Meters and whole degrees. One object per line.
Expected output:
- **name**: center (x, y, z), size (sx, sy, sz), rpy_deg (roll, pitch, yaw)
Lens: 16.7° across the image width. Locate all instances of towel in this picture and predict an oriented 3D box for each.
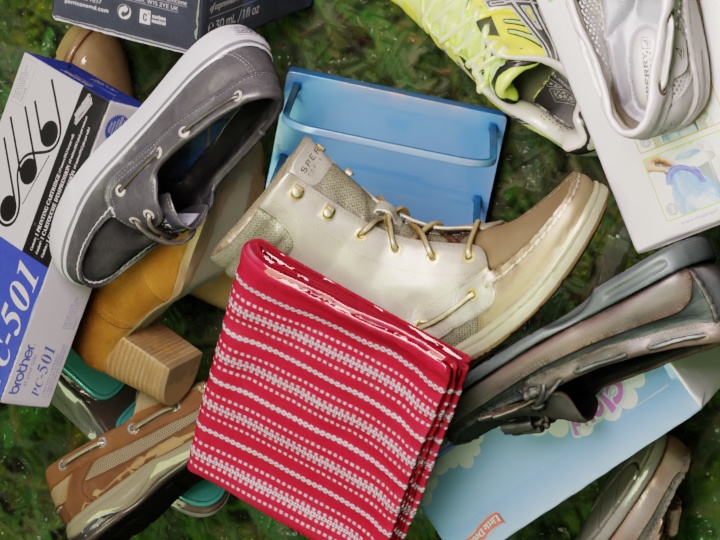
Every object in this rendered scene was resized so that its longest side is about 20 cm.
- **towel**: center (-0.024, 0.083, 1.395), size (0.144, 0.023, 0.201), rpy_deg (29, 136, 11)

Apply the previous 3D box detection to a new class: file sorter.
- **file sorter**: center (0.000, 0.000, 1.479), size (0.138, 0.123, 0.202), rpy_deg (12, 107, 1)

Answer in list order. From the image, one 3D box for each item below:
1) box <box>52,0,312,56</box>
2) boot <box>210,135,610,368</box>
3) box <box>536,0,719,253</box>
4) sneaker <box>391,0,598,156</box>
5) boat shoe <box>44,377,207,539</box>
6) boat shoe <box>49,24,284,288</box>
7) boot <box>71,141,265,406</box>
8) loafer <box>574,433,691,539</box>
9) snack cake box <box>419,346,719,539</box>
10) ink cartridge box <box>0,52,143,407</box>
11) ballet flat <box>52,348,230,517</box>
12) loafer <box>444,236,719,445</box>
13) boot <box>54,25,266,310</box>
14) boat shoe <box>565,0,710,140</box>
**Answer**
- **box**: center (-0.098, -0.249, 1.471), size (0.106, 0.148, 0.202), rpy_deg (15, 113, 23)
- **boot**: center (0.026, -0.021, 1.363), size (0.155, 0.072, 0.200), rpy_deg (44, 118, -7)
- **box**: center (0.176, -0.129, 1.356), size (0.101, 0.112, 0.201), rpy_deg (-21, 94, 29)
- **sneaker**: center (0.084, -0.141, 1.450), size (0.199, 0.076, 0.076), rpy_deg (36, 121, 15)
- **boat shoe**: center (-0.120, 0.102, 1.601), size (0.199, 0.076, 0.074), rpy_deg (-35, 72, -3)
- **boat shoe**: center (-0.110, -0.052, 1.446), size (0.200, 0.070, 0.066), rpy_deg (-47, 51, 21)
- **boot**: center (-0.148, -0.026, 1.553), size (0.144, 0.071, 0.202), rpy_deg (32, 118, 23)
- **loafer**: center (0.162, 0.179, 1.526), size (0.063, 0.072, 0.201), rpy_deg (28, 125, -2)
- **snack cake box**: center (0.132, 0.086, 1.475), size (0.200, 0.115, 0.067), rpy_deg (-38, 87, 32)
- **ink cartridge box**: center (-0.203, -0.025, 1.538), size (0.094, 0.044, 0.201), rpy_deg (29, 103, 41)
- **ballet flat**: center (-0.165, 0.097, 1.680), size (0.200, 0.067, 0.064), rpy_deg (45, 149, 9)
- **loafer**: center (0.122, 0.055, 1.362), size (0.200, 0.072, 0.063), rpy_deg (-35, 75, 31)
- **boot**: center (-0.104, -0.060, 1.590), size (0.199, 0.066, 0.176), rpy_deg (17, 122, 22)
- **boat shoe**: center (0.133, -0.166, 1.265), size (0.070, 0.069, 0.202), rpy_deg (-12, 96, 30)
